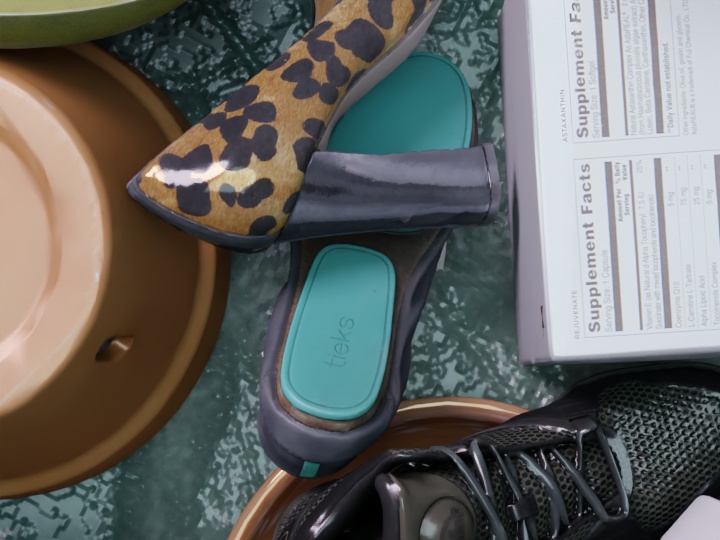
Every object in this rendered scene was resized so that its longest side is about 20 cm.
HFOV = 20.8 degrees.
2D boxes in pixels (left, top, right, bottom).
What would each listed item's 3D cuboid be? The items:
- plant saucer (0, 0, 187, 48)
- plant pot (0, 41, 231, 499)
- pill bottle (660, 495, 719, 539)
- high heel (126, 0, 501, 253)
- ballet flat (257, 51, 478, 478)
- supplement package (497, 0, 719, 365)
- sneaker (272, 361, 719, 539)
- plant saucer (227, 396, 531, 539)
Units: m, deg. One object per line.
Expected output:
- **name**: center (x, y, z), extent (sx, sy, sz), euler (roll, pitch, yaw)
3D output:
- **plant saucer**: center (-0.137, -0.139, 0.765), extent (0.199, 0.200, 0.031), euler (7, 128, 1)
- **plant pot**: center (-0.155, -0.006, 0.763), extent (0.199, 0.140, 0.201), euler (0, 89, 1)
- **pill bottle**: center (0.089, 0.182, 0.706), extent (0.111, 0.111, 0.200), euler (41, 84, 2)
- **high heel**: center (-0.035, -0.100, 0.763), extent (0.142, 0.071, 0.201), euler (-4, 61, -22)
- **ballet flat**: center (0.000, 0.000, 0.785), extent (0.073, 0.073, 0.201), euler (16, 52, 2)
- **supplement package**: center (0.159, -0.044, 0.751), extent (0.199, 0.152, 0.152), euler (-4, 87, 0)
- **sneaker**: center (0.062, 0.089, 0.733), extent (0.198, 0.114, 0.077), euler (-16, 89, -2)
- **plant saucer**: center (0.036, 0.152, 0.804), extent (0.199, 0.037, 0.201), euler (0, 87, 1)
